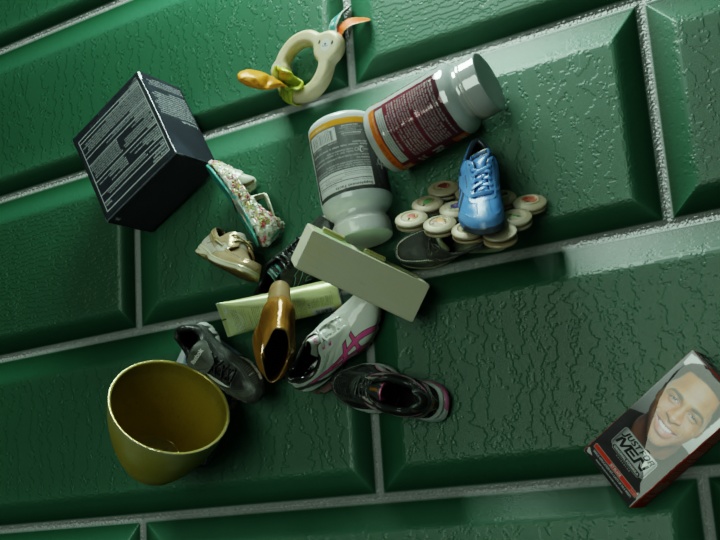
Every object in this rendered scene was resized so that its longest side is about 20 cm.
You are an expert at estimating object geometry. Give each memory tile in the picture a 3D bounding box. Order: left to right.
[{"bbox_3d":[0.161,-0.086,1.604,0.199,0.153,0.017,12,127,33],"label":"memory tile"}]

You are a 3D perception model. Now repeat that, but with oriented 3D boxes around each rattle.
[{"bbox_3d":[-0.097,-0.379,1.823,0.200,0.142,0.131,-38,45,28],"label":"rattle"}]

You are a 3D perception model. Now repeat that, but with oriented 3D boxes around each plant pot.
[{"bbox_3d":[-0.327,0.268,1.790,0.200,0.199,0.143,48,133,29],"label":"plant pot"}]

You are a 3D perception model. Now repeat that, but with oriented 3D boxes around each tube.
[{"bbox_3d":[-0.129,0.057,1.758,0.198,0.052,0.059,-14,90,1],"label":"tube"}]

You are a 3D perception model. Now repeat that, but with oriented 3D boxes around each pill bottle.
[{"bbox_3d":[-0.012,-0.142,1.733,0.116,0.116,0.202,-21,71,28],"label":"pill bottle"},{"bbox_3d":[0.114,-0.243,1.671,0.199,0.114,0.115,-27,68,27],"label":"pill bottle"}]

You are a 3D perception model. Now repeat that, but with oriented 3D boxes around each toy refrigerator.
[{"bbox_3d":[0.000,0.000,1.652,0.199,0.076,0.070,25,96,-12],"label":"toy refrigerator"}]

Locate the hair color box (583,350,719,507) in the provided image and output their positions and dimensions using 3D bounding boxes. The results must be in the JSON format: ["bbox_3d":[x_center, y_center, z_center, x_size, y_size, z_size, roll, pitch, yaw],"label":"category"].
[{"bbox_3d":[0.403,0.210,1.433,0.200,0.061,0.102,-47,59,16],"label":"hair color box"}]

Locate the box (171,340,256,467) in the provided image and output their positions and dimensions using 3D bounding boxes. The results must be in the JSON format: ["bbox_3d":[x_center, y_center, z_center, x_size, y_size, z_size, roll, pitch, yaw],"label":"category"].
[{"bbox_3d":[-0.276,0.217,1.883,0.136,0.038,0.201,30,98,32],"label":"box"}]

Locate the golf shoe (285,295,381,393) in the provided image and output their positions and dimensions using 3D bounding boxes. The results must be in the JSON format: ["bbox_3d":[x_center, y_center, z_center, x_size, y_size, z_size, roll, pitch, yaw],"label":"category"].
[{"bbox_3d":[-0.040,0.112,1.719,0.073,0.092,0.201,41,102,31],"label":"golf shoe"}]

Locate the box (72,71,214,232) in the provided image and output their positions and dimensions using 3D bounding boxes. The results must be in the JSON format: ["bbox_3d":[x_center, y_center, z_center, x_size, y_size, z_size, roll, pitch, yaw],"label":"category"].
[{"bbox_3d":[-0.393,-0.212,1.987,0.200,0.123,0.199,-39,62,23],"label":"box"}]

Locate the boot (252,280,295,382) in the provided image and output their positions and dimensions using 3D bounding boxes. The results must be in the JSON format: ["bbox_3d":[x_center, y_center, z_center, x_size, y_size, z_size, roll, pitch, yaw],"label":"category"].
[{"bbox_3d":[-0.136,0.130,1.694,0.145,0.070,0.203,-91,7,-55],"label":"boot"}]

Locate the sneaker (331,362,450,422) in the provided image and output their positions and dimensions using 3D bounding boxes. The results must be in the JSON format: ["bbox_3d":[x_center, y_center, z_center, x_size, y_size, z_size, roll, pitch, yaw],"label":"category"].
[{"bbox_3d":[0.035,0.180,1.660,0.198,0.086,0.081,2,81,34],"label":"sneaker"}]

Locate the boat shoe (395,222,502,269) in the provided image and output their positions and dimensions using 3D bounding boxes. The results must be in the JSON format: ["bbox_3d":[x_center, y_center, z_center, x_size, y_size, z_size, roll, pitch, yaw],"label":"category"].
[{"bbox_3d":[0.133,-0.050,1.651,0.199,0.066,0.073,-10,75,31],"label":"boat shoe"}]

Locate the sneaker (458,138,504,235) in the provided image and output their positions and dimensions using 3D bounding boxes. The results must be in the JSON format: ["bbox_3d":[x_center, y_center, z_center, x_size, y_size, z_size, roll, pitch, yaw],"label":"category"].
[{"bbox_3d":[0.171,-0.123,1.572,0.065,0.201,0.079,-4,122,6],"label":"sneaker"}]

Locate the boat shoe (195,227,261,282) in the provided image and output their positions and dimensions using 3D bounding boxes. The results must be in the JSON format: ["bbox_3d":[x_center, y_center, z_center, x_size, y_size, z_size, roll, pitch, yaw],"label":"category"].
[{"bbox_3d":[-0.218,-0.034,1.848,0.199,0.073,0.070,23,83,55],"label":"boat shoe"}]

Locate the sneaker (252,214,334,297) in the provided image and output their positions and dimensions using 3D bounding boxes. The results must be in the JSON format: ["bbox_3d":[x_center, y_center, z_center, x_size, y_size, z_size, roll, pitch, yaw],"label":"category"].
[{"bbox_3d":[-0.104,-0.008,1.790,0.075,0.079,0.201,39,101,32],"label":"sneaker"}]

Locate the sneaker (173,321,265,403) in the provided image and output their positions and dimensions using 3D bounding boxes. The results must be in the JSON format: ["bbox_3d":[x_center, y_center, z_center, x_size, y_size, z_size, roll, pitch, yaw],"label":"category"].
[{"bbox_3d":[-0.241,0.152,1.795,0.200,0.090,0.067,40,103,31],"label":"sneaker"}]

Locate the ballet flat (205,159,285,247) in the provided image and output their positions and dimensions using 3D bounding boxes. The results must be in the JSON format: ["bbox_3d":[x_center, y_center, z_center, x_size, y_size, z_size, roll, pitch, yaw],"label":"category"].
[{"bbox_3d":[-0.195,-0.124,1.887,0.064,0.076,0.201,-31,66,-10],"label":"ballet flat"}]
